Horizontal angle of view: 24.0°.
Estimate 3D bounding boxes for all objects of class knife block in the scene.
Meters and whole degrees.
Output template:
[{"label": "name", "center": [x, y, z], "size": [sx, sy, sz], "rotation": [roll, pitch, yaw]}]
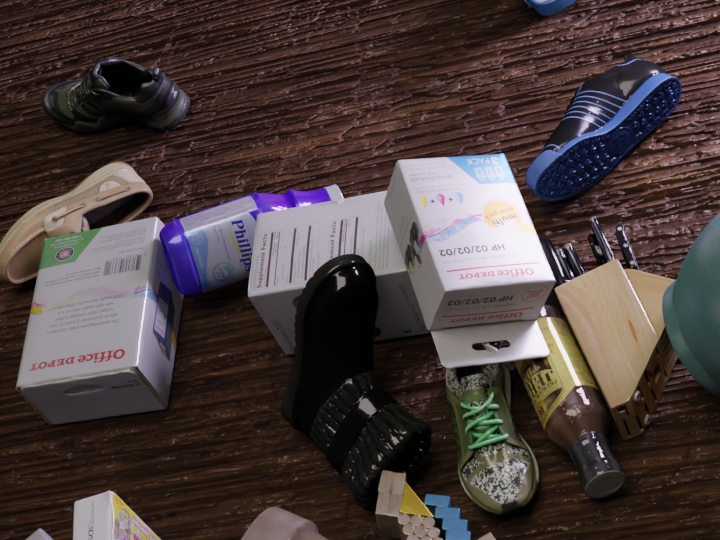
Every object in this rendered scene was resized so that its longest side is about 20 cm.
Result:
[{"label": "knife block", "center": [0.223, 0.047, 1.627], "size": [0.175, 0.064, 0.200], "rotation": [14, 62, 32]}]

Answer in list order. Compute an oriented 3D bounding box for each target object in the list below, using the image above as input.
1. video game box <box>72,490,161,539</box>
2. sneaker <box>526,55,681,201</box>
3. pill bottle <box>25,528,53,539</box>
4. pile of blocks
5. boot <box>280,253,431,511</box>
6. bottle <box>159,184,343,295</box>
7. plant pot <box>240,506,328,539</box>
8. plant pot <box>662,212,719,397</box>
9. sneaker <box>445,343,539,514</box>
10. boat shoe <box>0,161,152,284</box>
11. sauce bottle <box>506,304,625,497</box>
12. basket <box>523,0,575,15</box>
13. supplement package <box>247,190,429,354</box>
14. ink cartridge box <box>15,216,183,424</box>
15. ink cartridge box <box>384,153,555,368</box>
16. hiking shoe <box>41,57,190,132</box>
[{"label": "video game box", "center": [-0.195, 0.323, 1.511], "size": [0.047, 0.200, 0.182], "rotation": [-15, 50, 15]}, {"label": "sneaker", "center": [0.241, -0.151, 1.770], "size": [0.200, 0.070, 0.078], "rotation": [-37, 45, -14]}, {"label": "pill bottle", "center": [-0.355, 0.346, 1.623], "size": [0.200, 0.112, 0.112], "rotation": [-42, 50, -10]}, {"label": "pile of blocks", "center": [0.081, 0.265, 1.532], "size": [0.082, 0.062, 0.200], "rotation": [-26, 56, -13]}, {"label": "boot", "center": [0.005, 0.106, 1.610], "size": [0.079, 0.211, 0.158], "rotation": [-10, 35, -33]}, {"label": "bottle", "center": [-0.112, -0.039, 1.818], "size": [0.200, 0.084, 0.065], "rotation": [-18, 22, -10]}, {"label": "plant pot", "center": [-0.031, 0.328, 1.463], "size": [0.173, 0.200, 0.200], "rotation": [19, 63, 14]}, {"label": "plant pot", "center": [0.356, 0.035, 1.512], "size": [0.134, 0.200, 0.201], "rotation": [-32, 43, 34]}, {"label": "sneaker", "center": [0.111, 0.137, 1.591], "size": [0.077, 0.089, 0.200], "rotation": [-21, 50, 8]}, {"label": "boat shoe", "center": [-0.330, -0.047, 1.934], "size": [0.200, 0.071, 0.065], "rotation": [-39, 49, -9]}, {"label": "sauce bottle", "center": [0.194, 0.121, 1.582], "size": [0.065, 0.065, 0.200], "rotation": [-25, 48, 4]}, {"label": "basket", "center": [0.232, -0.366, 1.883], "size": [0.176, 0.139, 0.200], "rotation": [-34, 39, -4]}, {"label": "supplement package", "center": [0.000, 0.000, 1.726], "size": [0.200, 0.114, 0.110], "rotation": [-10, 51, 18]}, {"label": "ink cartridge box", "center": [-0.276, 0.055, 1.823], "size": [0.145, 0.088, 0.200], "rotation": [-10, 50, 17]}, {"label": "ink cartridge box", "center": [0.107, -0.012, 1.593], "size": [0.115, 0.068, 0.200], "rotation": [-6, 55, -19]}, {"label": "hiking shoe", "center": [-0.306, -0.222, 2.035], "size": [0.200, 0.101, 0.076], "rotation": [1, 55, 24]}]
